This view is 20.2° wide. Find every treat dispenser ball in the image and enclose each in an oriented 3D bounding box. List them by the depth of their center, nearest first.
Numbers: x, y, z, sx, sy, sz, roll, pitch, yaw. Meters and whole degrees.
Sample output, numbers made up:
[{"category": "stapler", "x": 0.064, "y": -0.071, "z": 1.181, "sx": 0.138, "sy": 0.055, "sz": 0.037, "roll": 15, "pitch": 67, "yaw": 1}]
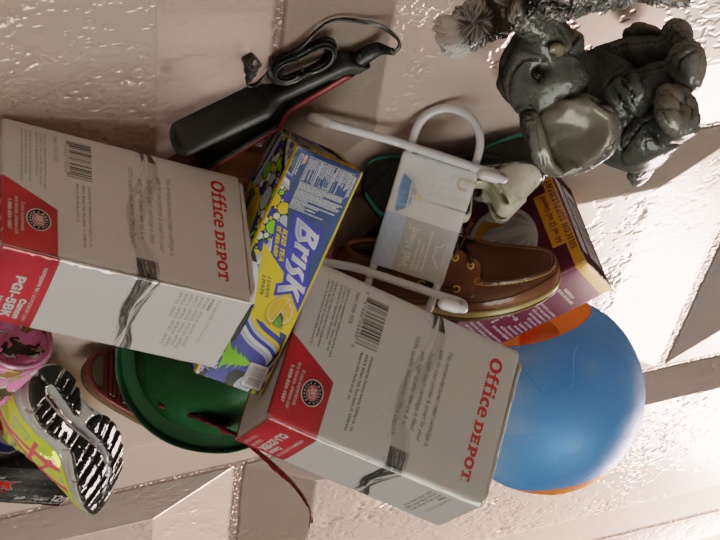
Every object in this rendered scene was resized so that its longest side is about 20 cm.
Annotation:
[{"category": "treat dispenser ball", "x": 0.185, "y": 0.123, "z": 2.023, "sx": 0.199, "sy": 0.202, "sz": 0.201, "roll": -14, "pitch": 151, "yaw": -8}]

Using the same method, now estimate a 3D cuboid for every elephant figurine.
[{"category": "elephant figurine", "x": 0.168, "y": -0.150, "z": 1.641, "sx": 0.198, "sy": 0.156, "sz": 0.141, "roll": 1, "pitch": -179, "yaw": -14}]

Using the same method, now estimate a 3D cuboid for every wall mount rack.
[{"category": "wall mount rack", "x": 0.024, "y": -0.049, "z": 1.685, "sx": 0.173, "sy": 0.201, "sz": 0.075, "roll": 17, "pitch": -173, "yaw": 2}]

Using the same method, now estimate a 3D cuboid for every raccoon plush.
[{"category": "raccoon plush", "x": 0.159, "y": -0.220, "z": 1.541, "sx": 0.199, "sy": 0.097, "sz": 0.134, "roll": -21, "pitch": 160, "yaw": 21}]

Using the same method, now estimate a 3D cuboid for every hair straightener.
[{"category": "hair straightener", "x": -0.062, "y": -0.142, "z": 1.579, "sx": 0.199, "sy": 0.041, "sz": 0.077, "roll": -24, "pitch": 151, "yaw": 11}]

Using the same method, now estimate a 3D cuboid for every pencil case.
[{"category": "pencil case", "x": -0.353, "y": 0.103, "z": 1.793, "sx": 0.086, "sy": 0.083, "sz": 0.200, "roll": 23, "pitch": 134, "yaw": -28}]

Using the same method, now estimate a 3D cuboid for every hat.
[{"category": "hat", "x": -0.122, "y": 0.100, "z": 1.750, "sx": 0.199, "sy": 0.167, "sz": 0.176, "roll": 12, "pitch": -171, "yaw": -3}]

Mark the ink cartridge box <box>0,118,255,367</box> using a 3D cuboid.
[{"category": "ink cartridge box", "x": -0.192, "y": -0.020, "z": 1.548, "sx": 0.199, "sy": 0.147, "sz": 0.083, "roll": 14, "pitch": 130, "yaw": -21}]

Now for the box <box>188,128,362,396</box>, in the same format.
[{"category": "box", "x": -0.074, "y": -0.007, "z": 1.618, "sx": 0.064, "sy": 0.070, "sz": 0.201, "roll": 22, "pitch": 99, "yaw": -23}]

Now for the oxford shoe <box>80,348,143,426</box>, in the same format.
[{"category": "oxford shoe", "x": -0.203, "y": 0.128, "z": 1.944, "sx": 0.074, "sy": 0.071, "sz": 0.200, "roll": -17, "pitch": 149, "yaw": 37}]

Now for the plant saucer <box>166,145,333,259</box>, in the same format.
[{"category": "plant saucer", "x": -0.117, "y": -0.009, "z": 1.690, "sx": 0.199, "sy": 0.032, "sz": 0.202, "roll": -9, "pitch": 120, "yaw": -15}]

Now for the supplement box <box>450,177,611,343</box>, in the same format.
[{"category": "supplement box", "x": 0.114, "y": 0.002, "z": 1.862, "sx": 0.199, "sy": 0.111, "sz": 0.086, "roll": -27, "pitch": 153, "yaw": 14}]

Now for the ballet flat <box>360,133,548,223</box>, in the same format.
[{"category": "ballet flat", "x": 0.098, "y": -0.072, "z": 1.769, "sx": 0.199, "sy": 0.069, "sz": 0.068, "roll": -11, "pitch": 149, "yaw": -15}]

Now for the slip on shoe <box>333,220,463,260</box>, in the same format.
[{"category": "slip on shoe", "x": 0.000, "y": 0.000, "z": 1.830, "sx": 0.199, "sy": 0.074, "sz": 0.061, "roll": -33, "pitch": 157, "yaw": 14}]

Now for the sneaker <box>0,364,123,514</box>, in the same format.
[{"category": "sneaker", "x": -0.291, "y": 0.153, "z": 1.901, "sx": 0.090, "sy": 0.078, "sz": 0.201, "roll": 7, "pitch": 139, "yaw": 29}]

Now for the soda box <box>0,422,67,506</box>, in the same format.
[{"category": "soda box", "x": -0.361, "y": 0.179, "z": 1.939, "sx": 0.199, "sy": 0.064, "sz": 0.071, "roll": 9, "pitch": 140, "yaw": -42}]

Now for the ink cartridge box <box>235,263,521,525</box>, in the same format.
[{"category": "ink cartridge box", "x": 0.017, "y": 0.104, "z": 1.668, "sx": 0.199, "sy": 0.145, "sz": 0.084, "roll": 24, "pitch": 154, "yaw": -15}]

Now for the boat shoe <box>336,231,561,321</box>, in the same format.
[{"category": "boat shoe", "x": 0.077, "y": -0.001, "z": 1.756, "sx": 0.198, "sy": 0.072, "sz": 0.068, "roll": -3, "pitch": 125, "yaw": -2}]
